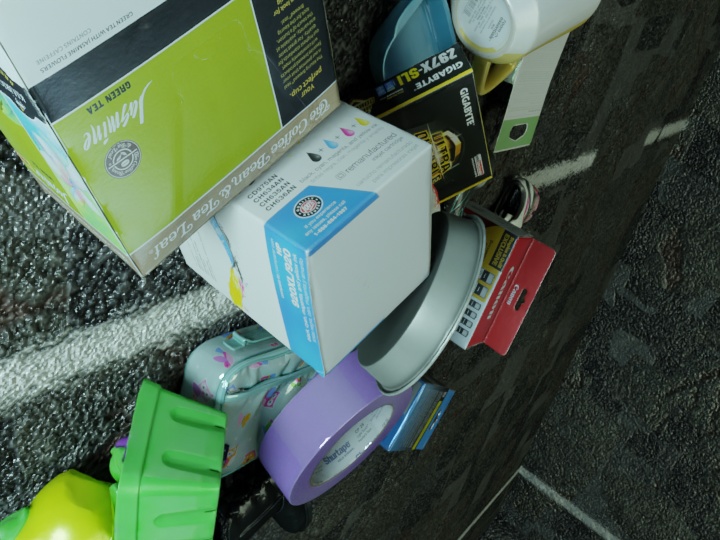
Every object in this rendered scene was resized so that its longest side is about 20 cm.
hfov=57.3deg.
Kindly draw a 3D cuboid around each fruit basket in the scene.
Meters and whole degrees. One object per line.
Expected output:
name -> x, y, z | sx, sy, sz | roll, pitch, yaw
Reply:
fruit basket -> -0.237, 0.227, 0.640 | 0.208, 0.157, 0.221 | -3, 125, -4

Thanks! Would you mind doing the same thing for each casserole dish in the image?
casserole dish -> 0.062, -0.232, 0.757 | 0.122, 0.038, 0.200 | -54, 152, -9

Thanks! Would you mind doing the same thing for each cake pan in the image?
cake pan -> 0.055, 0.025, 0.668 | 0.203, 0.036, 0.201 | -57, -167, 21

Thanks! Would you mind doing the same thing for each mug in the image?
mug -> 0.184, -0.299, 0.754 | 0.153, 0.147, 0.190 | -42, 128, -30

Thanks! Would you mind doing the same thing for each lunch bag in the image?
lunch bag -> -0.121, 0.139, 0.773 | 0.198, 0.076, 0.164 | -16, 131, -53

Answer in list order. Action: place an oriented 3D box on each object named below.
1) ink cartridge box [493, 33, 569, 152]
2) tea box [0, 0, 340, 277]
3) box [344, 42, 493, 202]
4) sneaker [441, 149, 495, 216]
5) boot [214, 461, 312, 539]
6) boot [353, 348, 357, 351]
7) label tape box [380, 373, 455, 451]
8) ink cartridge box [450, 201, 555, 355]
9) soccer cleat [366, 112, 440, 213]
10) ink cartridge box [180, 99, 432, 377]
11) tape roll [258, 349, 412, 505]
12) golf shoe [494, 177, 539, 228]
ink cartridge box -> 0.247, -0.290, 0.999 | 0.144, 0.047, 0.205 | -21, 135, -50
tea box -> -0.131, -0.148, 0.410 | 0.200, 0.132, 0.199 | -45, 149, -24
box -> 0.065, -0.143, 0.759 | 0.156, 0.050, 0.201 | -23, 151, 6
sneaker -> 0.126, -0.106, 0.972 | 0.079, 0.074, 0.204 | 34, 81, -50
boot -> -0.146, 0.350, 0.946 | 0.161, 0.072, 0.203 | -37, 138, -40
boot -> 0.028, 0.108, 0.974 | 0.174, 0.067, 0.198 | -38, 167, 38
label tape box -> 0.103, 0.276, 1.301 | 0.147, 0.063, 0.199 | -60, 153, 1
ink cartridge box -> 0.193, 0.015, 1.074 | 0.083, 0.173, 0.205 | -5, 122, -56
soccer cleat -> 0.035, -0.081, 0.694 | 0.067, 0.087, 0.200 | -20, 149, 19
ink cartridge box -> -0.057, -0.051, 0.560 | 0.147, 0.198, 0.147 | -41, 146, -28
tape roll -> -0.028, 0.189, 0.803 | 0.198, 0.066, 0.202 | -36, 154, -20
golf shoe -> 0.265, -0.074, 1.228 | 0.091, 0.071, 0.206 | 12, 97, -55
